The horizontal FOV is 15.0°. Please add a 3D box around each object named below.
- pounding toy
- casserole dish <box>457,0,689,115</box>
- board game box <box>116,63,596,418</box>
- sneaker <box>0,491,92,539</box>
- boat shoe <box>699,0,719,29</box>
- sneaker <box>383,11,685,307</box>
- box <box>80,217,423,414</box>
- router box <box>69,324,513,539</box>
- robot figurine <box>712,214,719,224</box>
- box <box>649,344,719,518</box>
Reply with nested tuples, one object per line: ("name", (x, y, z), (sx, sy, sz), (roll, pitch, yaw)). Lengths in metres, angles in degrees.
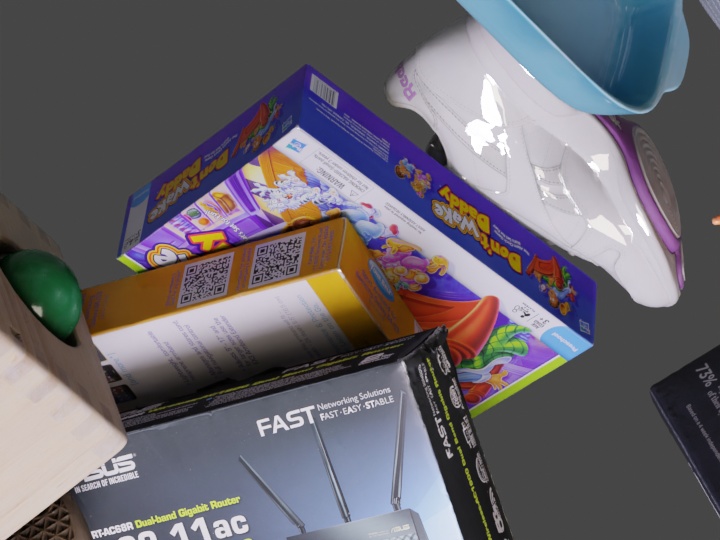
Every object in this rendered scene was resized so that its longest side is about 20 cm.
("pounding toy", (-0.212, 0.020, 1.275), (0.200, 0.184, 0.142), (-38, 131, 9))
("casserole dish", (0.080, -0.152, 1.282), (0.039, 0.121, 0.200), (-23, 128, 40))
("board game box", (0.000, 0.000, 1.349), (0.200, 0.045, 0.134), (35, 130, -27))
("sneaker", (-0.178, 0.126, 1.330), (0.071, 0.200, 0.076), (-50, 131, -13))
("boat shoe", (0.175, -0.178, 1.308), (0.062, 0.072, 0.200), (-33, 119, 0))
("sneaker", (0.090, -0.051, 1.368), (0.099, 0.075, 0.200), (-28, 120, 22))
("box", (-0.070, 0.047, 1.348), (0.199, 0.042, 0.119), (-13, 134, 24))
("router box", (-0.032, 0.125, 1.302), (0.199, 0.062, 0.150), (-16, 98, 23))
("robot figurine", (0.263, -0.070, 1.320), (0.200, 0.117, 0.144), (-45, 155, 3))
("box", (0.274, 0.081, 1.427), (0.200, 0.148, 0.104), (-31, 121, 5))
